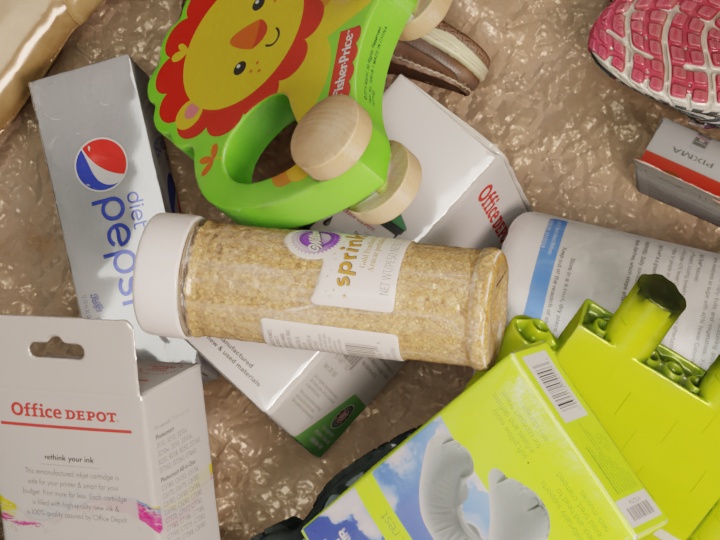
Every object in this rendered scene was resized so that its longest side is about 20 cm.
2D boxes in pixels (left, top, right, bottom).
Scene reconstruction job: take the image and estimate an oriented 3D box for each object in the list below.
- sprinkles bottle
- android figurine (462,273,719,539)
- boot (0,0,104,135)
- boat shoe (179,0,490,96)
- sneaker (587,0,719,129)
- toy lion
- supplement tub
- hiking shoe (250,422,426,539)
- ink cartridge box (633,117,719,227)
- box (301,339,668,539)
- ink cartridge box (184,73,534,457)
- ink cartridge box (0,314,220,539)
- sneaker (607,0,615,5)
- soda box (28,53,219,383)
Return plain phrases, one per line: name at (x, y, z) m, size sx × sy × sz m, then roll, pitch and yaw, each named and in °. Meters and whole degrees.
sprinkles bottle at (-0.021, 0.011, 1.389) m, size 0.198 × 0.068 × 0.069 m, roll 6°, pitch 82°, yaw 13°
android figurine at (0.143, 0.098, 1.422) m, size 0.181 × 0.041 × 0.200 m, roll 32°, pitch 121°, yaw -4°
boot at (-0.252, -0.175, 1.595) m, size 0.200 × 0.066 × 0.175 m, roll -47°, pitch 70°, yaw 2°
boat shoe at (-0.020, -0.138, 1.567) m, size 0.201 × 0.075 × 0.075 m, roll 23°, pitch 87°, yaw 20°
sneaker at (0.228, -0.103, 1.523) m, size 0.199 × 0.075 × 0.081 m, roll 21°, pitch 61°, yaw 5°
toy lion at (-0.047, -0.109, 1.463) m, size 0.191 × 0.069 × 0.201 m, roll -15°, pitch 51°, yaw 36°
supplement tub at (0.172, 0.048, 1.486) m, size 0.198 × 0.132 × 0.133 m, roll 13°, pitch 83°, yaw 8°
hiking shoe at (0.007, 0.160, 1.503) m, size 0.200 × 0.074 × 0.087 m, roll -39°, pitch 83°, yaw 22°
ink cartridge box at (0.237, -0.041, 1.458) m, size 0.162 × 0.200 × 0.057 m, roll 25°, pitch 86°, yaw 8°
box at (0.058, 0.145, 1.395) m, size 0.200 × 0.048 × 0.122 m, roll -42°, pitch 75°, yaw 30°
ink cartridge box at (0.000, 0.000, 1.500) m, size 0.084 × 0.146 × 0.200 m, roll 41°, pitch 86°, yaw 18°
ink cartridge box at (-0.149, 0.115, 1.483) m, size 0.114 × 0.068 × 0.202 m, roll 2°, pitch 106°, yaw 29°
sneaker at (0.241, -0.206, 1.558) m, size 0.199 × 0.079 × 0.096 m, roll -21°, pitch 93°, yaw 9°
soda box at (-0.144, -0.024, 1.560) m, size 0.068 × 0.063 × 0.202 m, roll -15°, pitch 80°, yaw 5°
